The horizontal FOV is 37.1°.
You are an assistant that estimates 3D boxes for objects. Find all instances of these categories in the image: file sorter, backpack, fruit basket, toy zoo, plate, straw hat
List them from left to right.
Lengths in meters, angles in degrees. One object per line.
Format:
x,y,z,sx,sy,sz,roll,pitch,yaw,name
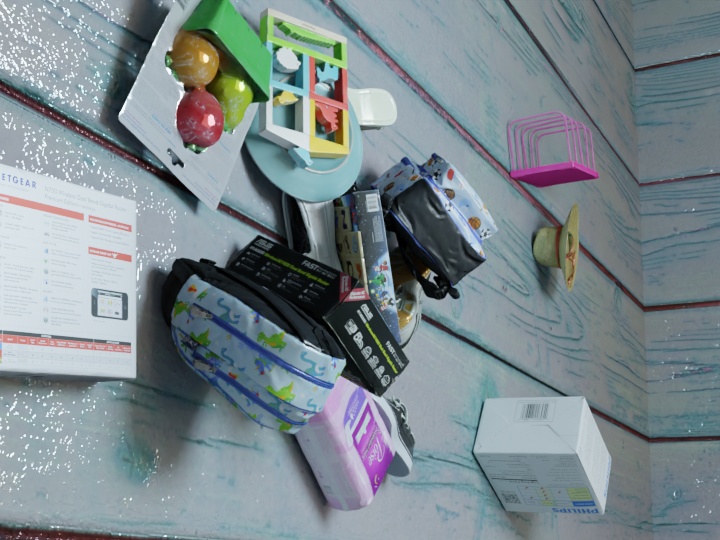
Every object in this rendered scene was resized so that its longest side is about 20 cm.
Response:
-0.185,-0.199,1.212,0.185,0.093,0.201,47,60,-49,fruit basket
-0.109,0.083,1.153,0.163,0.199,0.154,38,70,-56,backpack
-0.072,-0.224,1.373,0.131,0.020,0.201,12,69,-37,toy zoo
-0.069,-0.188,1.394,0.200,0.026,0.201,13,68,-36,plate
0.099,-0.087,1.598,0.200,0.154,0.190,55,-6,-26,backpack
0.415,-0.261,2.316,0.200,0.138,0.126,5,79,-63,file sorter
0.423,-0.051,2.345,0.201,0.085,0.202,5,90,-71,straw hat

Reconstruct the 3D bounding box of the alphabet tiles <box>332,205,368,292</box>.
-0.020,0.016,1.420,0.006,0.166,0.201,-8,93,-19,alphabet tiles

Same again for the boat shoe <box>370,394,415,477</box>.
0.037,0.216,1.541,0.200,0.073,0.068,60,40,-39,boat shoe

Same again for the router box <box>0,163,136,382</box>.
-0.286,0.009,0.983,0.200,0.049,0.180,16,70,-61,router box

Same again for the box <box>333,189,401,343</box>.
0.000,0.000,1.426,0.038,0.137,0.201,-9,90,-19,box

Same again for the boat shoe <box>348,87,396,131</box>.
-0.038,-0.228,1.495,0.201,0.060,0.072,2,80,-44,boat shoe

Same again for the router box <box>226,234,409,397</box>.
-0.051,0.052,1.271,0.062,0.200,0.150,-46,132,-18,router box

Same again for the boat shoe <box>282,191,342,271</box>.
-0.066,-0.016,1.406,0.068,0.072,0.201,-8,98,-43,boat shoe

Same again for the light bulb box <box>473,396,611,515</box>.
0.337,0.341,1.967,0.200,0.197,0.125,60,37,-39,light bulb box

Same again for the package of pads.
-0.029,0.206,1.416,0.121,0.075,0.201,-57,134,-47,package of pads

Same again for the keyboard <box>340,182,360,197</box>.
-0.037,-0.095,1.526,0.104,0.040,0.201,-38,122,-33,keyboard

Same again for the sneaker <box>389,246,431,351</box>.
0.064,0.042,1.659,0.200,0.075,0.088,-66,161,-46,sneaker
